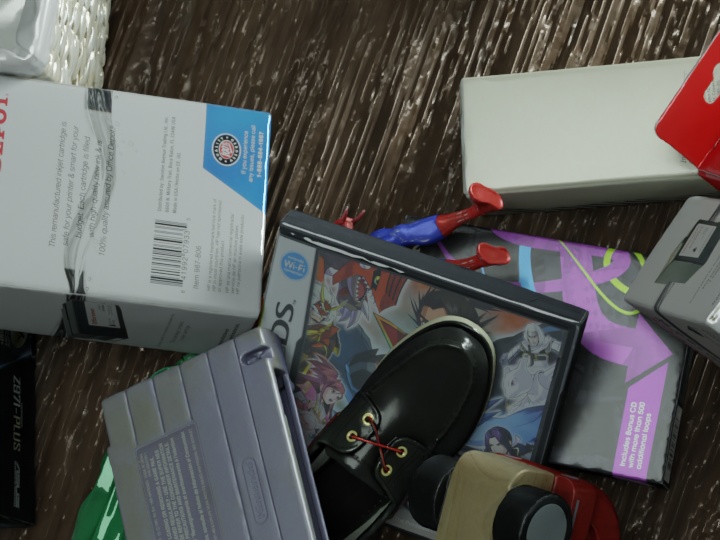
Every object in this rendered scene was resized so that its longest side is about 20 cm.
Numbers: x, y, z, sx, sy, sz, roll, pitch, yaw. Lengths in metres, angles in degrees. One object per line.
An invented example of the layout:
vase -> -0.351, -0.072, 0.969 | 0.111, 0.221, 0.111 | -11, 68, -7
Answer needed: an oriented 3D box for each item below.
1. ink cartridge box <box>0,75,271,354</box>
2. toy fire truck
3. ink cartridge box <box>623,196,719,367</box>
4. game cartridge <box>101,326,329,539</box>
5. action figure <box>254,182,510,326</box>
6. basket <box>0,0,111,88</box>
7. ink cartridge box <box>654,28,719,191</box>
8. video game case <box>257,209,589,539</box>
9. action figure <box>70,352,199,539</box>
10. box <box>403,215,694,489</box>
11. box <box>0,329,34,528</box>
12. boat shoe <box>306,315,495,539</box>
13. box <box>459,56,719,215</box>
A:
ink cartridge box -> -0.164, -0.034, 1.663 | 0.199, 0.084, 0.145 | 8, 66, -11
toy fire truck -> 0.125, 0.212, 1.581 | 0.128, 0.199, 0.177 | 16, 92, 44
ink cartridge box -> 0.255, 0.030, 1.533 | 0.145, 0.200, 0.084 | 35, 88, -8
game cartridge -> -0.085, 0.149, 1.594 | 0.129, 0.038, 0.201 | -27, 63, 25
action figure -> 0.000, 0.000, 1.666 | 0.199, 0.052, 0.066 | -23, 68, 34
basket -> -0.266, -0.215, 1.729 | 0.199, 0.161, 0.199 | 5, 81, 14
ink cartridge box -> 0.289, -0.069, 1.578 | 0.200, 0.067, 0.116 | 35, 88, -21
video game case -> 0.026, 0.076, 1.631 | 0.199, 0.026, 0.182 | 19, 115, 12
action figure -> -0.128, 0.133, 1.681 | 0.118, 0.055, 0.201 | 10, 72, 37
box -> 0.111, 0.050, 1.663 | 0.199, 0.036, 0.144 | 9, 81, 16
box -> -0.321, 0.089, 1.722 | 0.199, 0.086, 0.165 | -4, 78, 11
boat shoe -> 0.012, 0.112, 1.603 | 0.074, 0.063, 0.202 | 41, 116, 1
box -> 0.166, -0.085, 1.660 | 0.199, 0.068, 0.083 | -3, 79, 12
